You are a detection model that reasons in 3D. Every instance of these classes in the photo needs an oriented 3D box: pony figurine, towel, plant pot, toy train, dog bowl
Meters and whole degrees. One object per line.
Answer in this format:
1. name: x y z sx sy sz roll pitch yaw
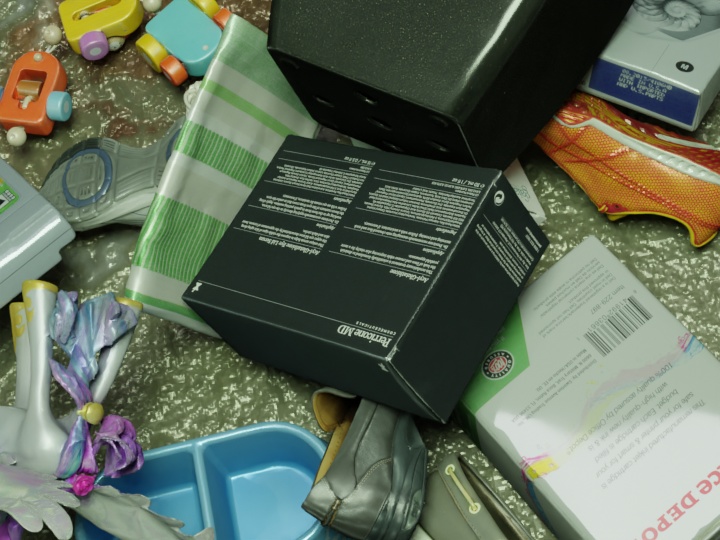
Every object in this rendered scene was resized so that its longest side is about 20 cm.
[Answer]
1. pony figurine: -0.195 0.111 0.966 0.192 0.166 0.202 -4 70 40
2. towel: -0.085 -0.056 1.065 0.023 0.152 0.202 23 90 28
3. plant pot: 0.048 -0.171 0.999 0.198 0.200 0.179 23 82 17
4. toy train: -0.186 -0.152 1.213 0.197 0.056 0.152 3 66 13
5. dog bowl: -0.099 0.163 1.046 0.198 0.050 0.113 -14 63 2

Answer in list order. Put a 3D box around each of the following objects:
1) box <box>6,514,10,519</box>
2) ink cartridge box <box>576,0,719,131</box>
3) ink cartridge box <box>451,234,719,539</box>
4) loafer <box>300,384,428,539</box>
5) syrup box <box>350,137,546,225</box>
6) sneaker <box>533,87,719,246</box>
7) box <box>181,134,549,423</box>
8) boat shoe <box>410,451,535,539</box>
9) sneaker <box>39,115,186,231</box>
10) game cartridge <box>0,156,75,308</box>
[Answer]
1. box: -0.324 0.124 1.085 0.199 0.070 0.065 30 74 20
2. ink cartridge box: 0.191 -0.201 1.148 0.198 0.041 0.200 22 46 17
3. ink cartridge box: 0.166 0.103 1.018 0.145 0.088 0.200 -38 64 -11
4. loafer: 0.004 0.088 1.027 0.072 0.073 0.201 18 39 -13
5. syrup box: 0.046 -0.099 1.121 0.081 0.078 0.202 -41 58 33
6. sneaker: 0.168 -0.078 1.099 0.199 0.078 0.073 29 27 11
7. box: 0.000 0.000 1.008 0.199 0.079 0.142 14 63 45
8. boat shoe: 0.106 0.195 0.978 0.201 0.072 0.061 41 101 30
9. sneaker: -0.151 -0.056 1.149 0.198 0.087 0.075 -9 57 25
10. game cartridge: -0.290 -0.020 1.118 0.133 0.041 0.200 -43 34 -10
